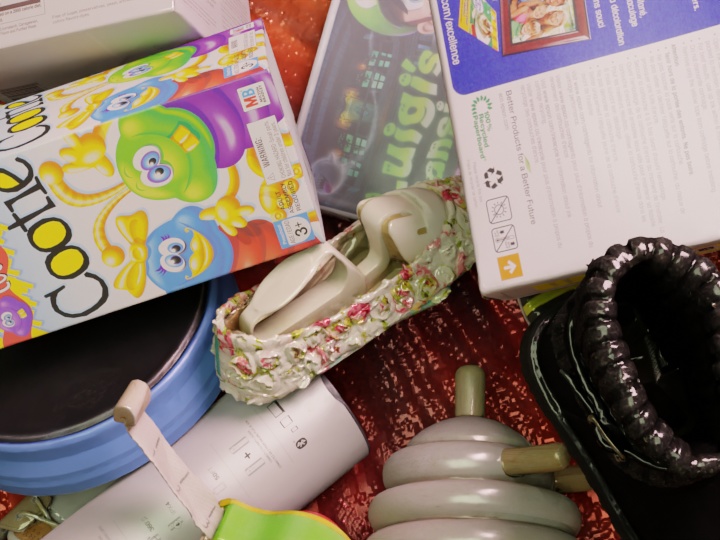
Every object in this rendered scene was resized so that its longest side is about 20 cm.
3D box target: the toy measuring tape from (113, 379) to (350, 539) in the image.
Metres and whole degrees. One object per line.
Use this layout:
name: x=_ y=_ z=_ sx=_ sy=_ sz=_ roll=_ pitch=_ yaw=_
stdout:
toy measuring tape: x=-0.051 y=0.133 z=0.737 sx=0.073 sy=0.074 sz=0.201 roll=-27 pitch=115 yaw=7

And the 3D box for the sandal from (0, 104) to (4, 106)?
sandal: x=-0.220 y=-0.074 z=0.891 sx=0.200 sy=0.082 sz=0.050 roll=17 pitch=85 yaw=18

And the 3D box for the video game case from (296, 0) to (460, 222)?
video game case: x=0.058 y=-0.118 z=0.866 sx=0.179 sy=0.023 sz=0.203 roll=14 pitch=85 yaw=15

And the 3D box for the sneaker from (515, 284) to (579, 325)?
sneaker: x=0.129 y=0.039 z=0.790 sx=0.075 sy=0.077 sz=0.202 roll=-23 pitch=77 yaw=-12

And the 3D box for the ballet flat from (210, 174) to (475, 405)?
ballet flat: x=0.000 y=0.000 z=0.785 sx=0.199 sy=0.064 sz=0.075 roll=-38 pitch=48 yaw=-14

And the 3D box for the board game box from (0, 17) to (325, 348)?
board game box: x=-0.130 y=-0.049 z=0.781 sx=0.197 sy=0.105 sz=0.104 roll=-18 pitch=114 yaw=1

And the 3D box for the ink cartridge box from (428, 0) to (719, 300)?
ink cartridge box: x=0.137 y=-0.104 z=0.686 sx=0.197 sy=0.047 sz=0.201 roll=-13 pitch=80 yaw=20

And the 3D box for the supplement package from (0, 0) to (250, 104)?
supplement package: x=-0.164 y=-0.214 z=0.867 sx=0.148 sy=0.152 sz=0.203 roll=-10 pitch=79 yaw=12

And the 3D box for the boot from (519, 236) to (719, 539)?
boot: x=0.159 y=0.087 z=0.657 sx=0.079 sy=0.158 sz=0.212 roll=-41 pitch=88 yaw=-14

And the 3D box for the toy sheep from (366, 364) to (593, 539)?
toy sheep: x=0.064 y=0.150 z=0.768 sx=0.136 sy=0.138 sz=0.203 roll=-1 pitch=65 yaw=13

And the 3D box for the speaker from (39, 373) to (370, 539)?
speaker: x=-0.094 y=0.134 z=0.803 sx=0.199 sy=0.081 sz=0.081 roll=-38 pitch=74 yaw=-13

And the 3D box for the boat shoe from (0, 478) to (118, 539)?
boat shoe: x=-0.180 y=0.167 z=0.852 sx=0.074 sy=0.068 sz=0.202 roll=30 pitch=88 yaw=16

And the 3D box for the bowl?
bowl: x=-0.169 y=0.036 z=0.836 sx=0.197 sy=0.040 sz=0.203 roll=-10 pitch=47 yaw=10
